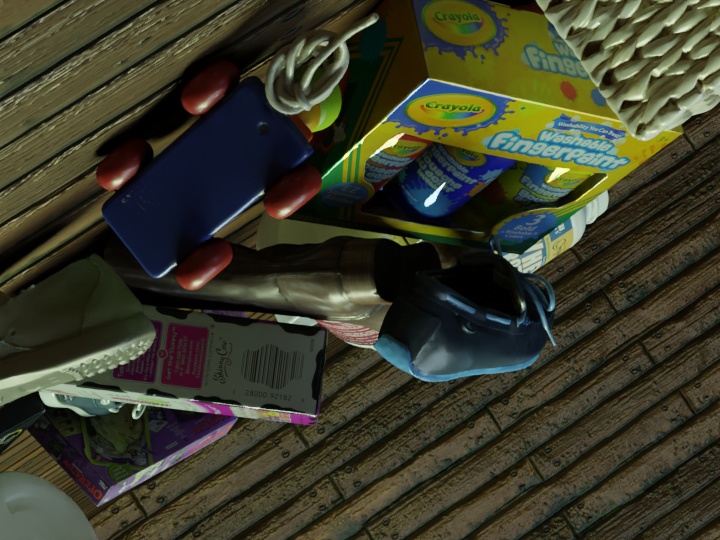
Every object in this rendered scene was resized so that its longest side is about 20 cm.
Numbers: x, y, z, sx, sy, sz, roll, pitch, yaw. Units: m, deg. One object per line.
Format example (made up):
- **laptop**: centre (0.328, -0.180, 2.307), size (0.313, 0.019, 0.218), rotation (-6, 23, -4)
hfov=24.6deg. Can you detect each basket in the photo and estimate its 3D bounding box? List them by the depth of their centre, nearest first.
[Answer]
- **basket**: centre (0.209, -0.199, 0.892), size (0.198, 0.161, 0.200), rotation (-37, 172, 39)

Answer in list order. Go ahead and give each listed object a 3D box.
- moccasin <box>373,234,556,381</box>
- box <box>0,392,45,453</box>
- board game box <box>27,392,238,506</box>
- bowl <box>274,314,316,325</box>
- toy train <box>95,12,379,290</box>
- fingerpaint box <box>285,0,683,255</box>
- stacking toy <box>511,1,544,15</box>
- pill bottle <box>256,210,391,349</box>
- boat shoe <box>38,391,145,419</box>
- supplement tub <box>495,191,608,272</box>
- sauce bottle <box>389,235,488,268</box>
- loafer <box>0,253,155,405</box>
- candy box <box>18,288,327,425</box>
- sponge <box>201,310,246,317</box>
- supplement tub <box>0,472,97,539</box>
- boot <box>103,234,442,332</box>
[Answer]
- **moccasin**: centre (0.083, 0.024, 1.045), size (0.200, 0.080, 0.068), rotation (-19, 135, -64)
- **box**: centre (-0.344, 0.154, 1.242), size (0.161, 0.049, 0.200), rotation (-27, 173, -41)
- **board game box**: centre (-0.200, 0.120, 1.404), size (0.032, 0.120, 0.200), rotation (-56, 165, 25)
- **bowl**: centre (0.000, -0.029, 1.545), size (0.199, 0.075, 0.200), rotation (-35, 173, 9)
- **toy train**: centre (-0.040, -0.083, 0.876), size (0.200, 0.085, 0.116), rotation (-37, -176, 29)
- **fingerpaint box**: centre (0.068, -0.086, 1.024), size (0.199, 0.074, 0.167), rotation (8, 148, -34)
- **stacking toy**: centre (0.098, -0.134, 1.138), size (0.199, 0.147, 0.146), rotation (2, 148, -49)
- **pill bottle**: centre (0.000, 0.000, 1.334), size (0.109, 0.110, 0.200), rotation (-34, 155, 6)
- **boat shoe**: centre (-0.195, 0.078, 1.299), size (0.061, 0.075, 0.200), rotation (2, 172, 9)
- **supplement tub**: centre (0.147, -0.061, 1.746), size (0.199, 0.145, 0.145), rotation (-33, 174, -13)
- **sauce bottle**: centre (0.053, -0.031, 1.188), size (0.066, 0.201, 0.066), rotation (-33, 176, -2)
- **loafer**: centre (-0.221, 0.044, 0.955), size (0.199, 0.069, 0.076), rotation (-16, 167, -11)
- **candy box**: centre (-0.123, 0.060, 1.100), size (0.199, 0.061, 0.136), rotation (7, 172, -2)
- **sponge**: centre (-0.112, 0.056, 1.412), size (0.030, 0.112, 0.200), rotation (-16, 172, -8)
- **supplement tub**: centre (-0.311, 0.260, 1.281), size (0.200, 0.145, 0.145), rotation (-33, 175, 26)
- **boot**: centre (-0.055, 0.010, 1.096), size (0.199, 0.065, 0.186), rotation (-2, 165, 20)
